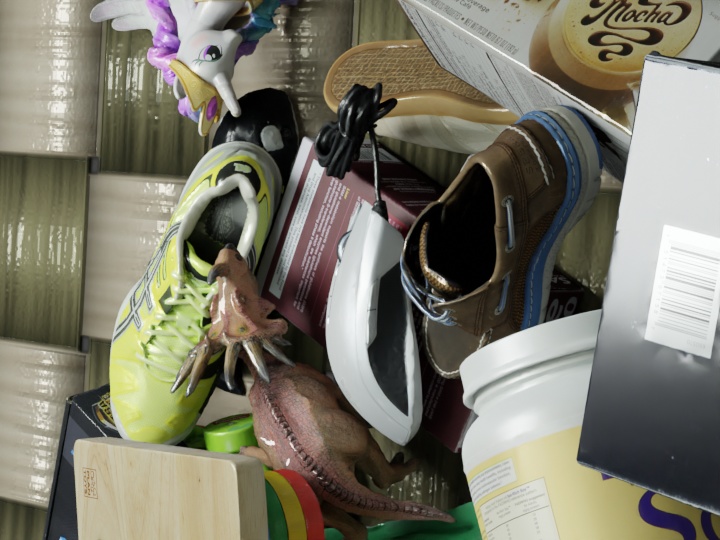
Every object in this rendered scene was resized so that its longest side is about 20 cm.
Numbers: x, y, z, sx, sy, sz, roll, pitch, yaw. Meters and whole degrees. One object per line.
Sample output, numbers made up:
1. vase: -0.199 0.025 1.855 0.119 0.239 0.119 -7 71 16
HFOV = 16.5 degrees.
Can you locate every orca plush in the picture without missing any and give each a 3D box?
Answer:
1. orca plush: -0.097 -0.020 1.584 0.105 0.071 0.200 43 119 38

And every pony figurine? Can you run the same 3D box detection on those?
1. pony figurine: -0.112 -0.199 1.566 0.193 0.167 0.200 25 92 36

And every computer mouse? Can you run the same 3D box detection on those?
1. computer mouse: 0.000 0.000 1.393 0.110 0.044 0.200 156 108 -75

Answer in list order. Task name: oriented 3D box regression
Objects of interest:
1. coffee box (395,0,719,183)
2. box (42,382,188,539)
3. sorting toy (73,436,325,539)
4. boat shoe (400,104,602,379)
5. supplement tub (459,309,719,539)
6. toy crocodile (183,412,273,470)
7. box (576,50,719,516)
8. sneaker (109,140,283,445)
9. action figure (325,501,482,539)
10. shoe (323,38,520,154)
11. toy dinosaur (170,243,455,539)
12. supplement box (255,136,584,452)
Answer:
1. coffee box: 0.126 -0.129 1.317 0.113 0.080 0.200 -47 50 -8
2. box: -0.127 0.205 1.582 0.200 0.050 0.199 42 133 32
3. sorting toy: -0.084 0.197 1.406 0.199 0.070 0.200 0 94 58
4. boat shoe: 0.058 -0.009 1.305 0.072 0.072 0.200 54 146 30
5. supplement tub: 0.134 0.131 1.290 0.145 0.145 0.200 -28 71 42
6. toy crocodile: -0.089 0.122 1.587 0.200 0.062 0.068 1 107 51
7. box: 0.214 0.006 1.183 0.104 0.182 0.200 17 102 44
8. sneaker: -0.108 0.016 1.511 0.075 0.076 0.200 18 96 1
9. action figure: 0.020 0.188 1.474 0.200 0.055 0.118 -5 88 45
10. shoe: 0.069 -0.103 1.436 0.200 0.053 0.070 4 60 42
11. toy dinosaur: -0.037 0.089 1.430 0.086 0.136 0.200 -41 52 -6
12. supplement box: 0.030 0.011 1.460 0.200 0.061 0.109 38 117 40
